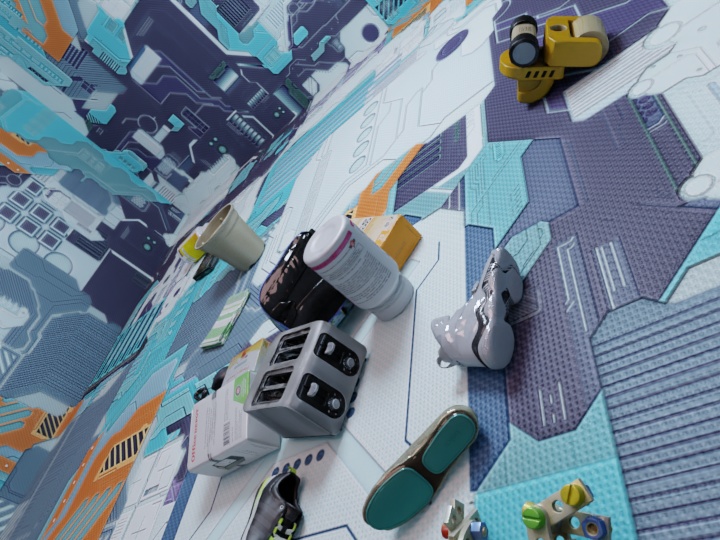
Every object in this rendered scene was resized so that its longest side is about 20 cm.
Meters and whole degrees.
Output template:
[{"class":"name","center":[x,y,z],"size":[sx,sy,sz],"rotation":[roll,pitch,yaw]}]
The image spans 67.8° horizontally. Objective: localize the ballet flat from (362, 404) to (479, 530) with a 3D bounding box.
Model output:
[{"class":"ballet flat","center":[0.082,0.257,0.703],"size":[0.200,0.067,0.062],"rotation":[-45,-2,1]}]

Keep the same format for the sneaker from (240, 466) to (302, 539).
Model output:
[{"class":"sneaker","center":[-0.133,0.395,0.832],"size":[0.083,0.072,0.201],"rotation":[-37,28,22]}]

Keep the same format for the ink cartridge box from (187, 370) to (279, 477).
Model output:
[{"class":"ink cartridge box","center":[-0.258,0.315,1.090],"size":[0.200,0.084,0.146],"rotation":[-34,46,31]}]

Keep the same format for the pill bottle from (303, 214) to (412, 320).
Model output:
[{"class":"pill bottle","center":[0.000,0.000,1.001],"size":[0.113,0.200,0.114],"rotation":[-37,28,24]}]

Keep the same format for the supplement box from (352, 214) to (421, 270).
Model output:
[{"class":"supplement box","center":[0.026,-0.050,1.176],"size":[0.126,0.073,0.200],"rotation":[-57,26,-16]}]

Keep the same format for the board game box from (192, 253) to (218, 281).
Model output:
[{"class":"board game box","center":[-0.646,-0.055,2.324],"size":[0.135,0.028,0.201],"rotation":[-28,32,38]}]

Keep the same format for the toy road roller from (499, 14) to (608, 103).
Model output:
[{"class":"toy road roller","center":[0.384,-0.425,1.086],"size":[0.198,0.147,0.123],"rotation":[3,46,13]}]

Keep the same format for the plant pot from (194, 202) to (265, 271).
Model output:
[{"class":"plant pot","center":[-0.443,-0.101,1.875],"size":[0.200,0.183,0.201],"rotation":[-38,28,24]}]

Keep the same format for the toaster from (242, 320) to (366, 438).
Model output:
[{"class":"toaster","center":[-0.105,0.204,0.991],"size":[0.199,0.119,0.182],"rotation":[-21,37,46]}]

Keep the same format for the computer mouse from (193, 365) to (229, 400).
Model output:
[{"class":"computer mouse","center":[-0.398,0.301,1.429],"size":[0.200,0.034,0.059],"rotation":[-35,31,35]}]

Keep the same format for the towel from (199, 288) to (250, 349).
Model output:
[{"class":"towel","center":[-0.428,0.155,1.692],"size":[0.152,0.023,0.201],"rotation":[-21,38,47]}]

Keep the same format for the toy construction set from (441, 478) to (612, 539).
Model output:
[{"class":"toy construction set","center":[0.145,0.277,0.518],"size":[0.200,0.092,0.132],"rotation":[-31,55,49]}]

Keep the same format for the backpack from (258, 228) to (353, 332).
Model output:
[{"class":"backpack","center":[-0.104,0.049,1.126],"size":[0.200,0.182,0.147],"rotation":[-54,-10,-18]}]

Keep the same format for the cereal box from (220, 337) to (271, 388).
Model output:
[{"class":"cereal box","center":[-0.285,0.272,1.280],"size":[0.144,0.039,0.201],"rotation":[-34,29,31]}]

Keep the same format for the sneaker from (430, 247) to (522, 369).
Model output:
[{"class":"sneaker","center":[0.169,0.057,0.794],"size":[0.115,0.075,0.201],"rotation":[-19,42,42]}]

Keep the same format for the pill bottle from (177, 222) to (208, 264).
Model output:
[{"class":"pill bottle","center":[-0.760,-0.130,2.516],"size":[0.200,0.109,0.109],"rotation":[-41,27,17]}]
